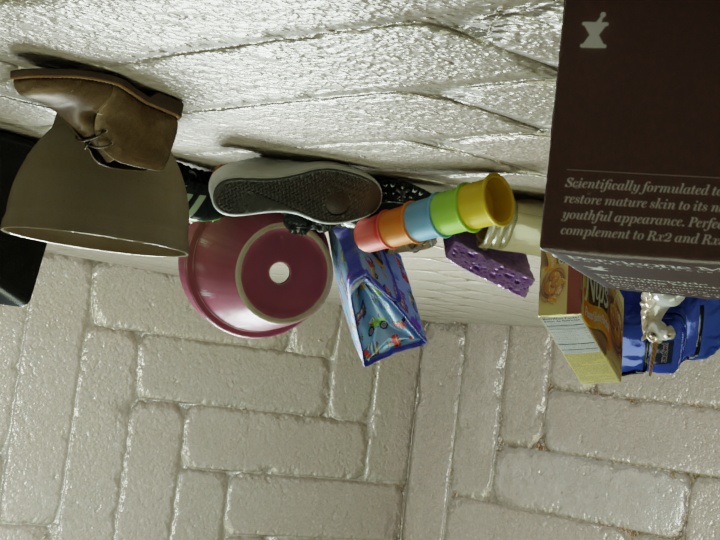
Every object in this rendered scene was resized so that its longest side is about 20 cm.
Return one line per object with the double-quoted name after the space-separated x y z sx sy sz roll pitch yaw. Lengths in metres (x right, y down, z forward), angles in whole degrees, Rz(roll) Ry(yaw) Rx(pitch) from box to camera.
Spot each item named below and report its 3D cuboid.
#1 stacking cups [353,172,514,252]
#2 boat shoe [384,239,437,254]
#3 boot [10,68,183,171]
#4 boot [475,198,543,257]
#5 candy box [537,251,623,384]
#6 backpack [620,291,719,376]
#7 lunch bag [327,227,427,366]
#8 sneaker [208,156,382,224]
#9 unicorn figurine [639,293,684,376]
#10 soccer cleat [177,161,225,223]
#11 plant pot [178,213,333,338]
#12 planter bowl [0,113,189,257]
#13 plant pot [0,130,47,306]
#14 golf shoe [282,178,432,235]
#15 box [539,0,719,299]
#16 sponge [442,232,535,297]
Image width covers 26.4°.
0.077 -0.063 1.728 0.199 0.061 0.060 -11 165 41 "stacking cups"
0.068 -0.056 1.990 0.065 0.073 0.200 1 180 8 "boat shoe"
-0.242 -0.140 1.421 0.073 0.076 0.200 6 174 38 "boot"
0.217 -0.041 1.872 0.155 0.073 0.200 6 169 0 "boot"
0.262 0.043 1.803 0.055 0.116 0.200 -6 151 22 "candy box"
0.388 0.053 2.026 0.199 0.168 0.163 -1 138 4 "backpack"
0.000 0.000 1.962 0.094 0.151 0.200 -21 141 7 "lunch bag"
-0.076 -0.103 1.764 0.199 0.073 0.085 4 -156 -13 "sneaker"
0.371 0.013 1.876 0.137 0.200 0.074 -24 -166 43 "unicorn figurine"
-0.222 -0.102 1.889 0.199 0.081 0.068 -7 -134 -27 "soccer cleat"
-0.120 -0.004 1.970 0.199 0.201 0.179 9 -177 -19 "plant pot"
-0.272 -0.094 1.631 0.199 0.136 0.200 8 175 1 "planter bowl"
-0.501 -0.083 1.845 0.199 0.201 0.177 4 164 32 "plant pot"
0.005 -0.083 1.842 0.199 0.078 0.095 6 -163 1 "golf shoe"
0.222 -0.073 0.985 0.165 0.165 0.200 5 175 22 "box"
0.158 -0.024 1.934 0.111 0.030 0.200 26 -167 -5 "sponge"
